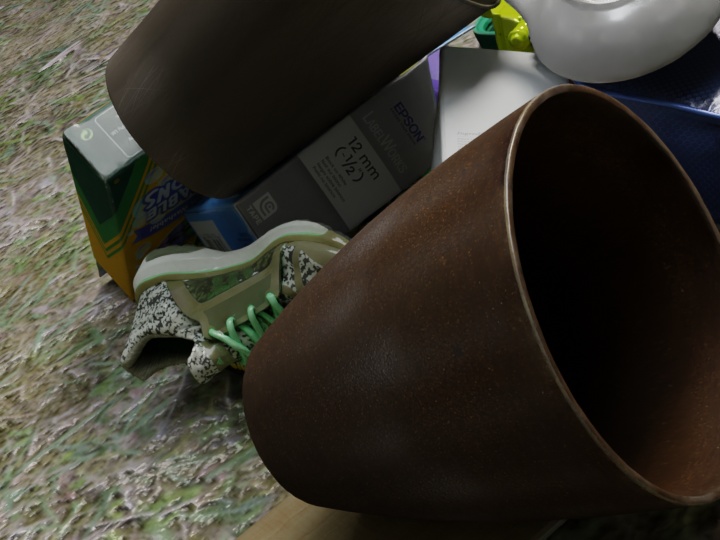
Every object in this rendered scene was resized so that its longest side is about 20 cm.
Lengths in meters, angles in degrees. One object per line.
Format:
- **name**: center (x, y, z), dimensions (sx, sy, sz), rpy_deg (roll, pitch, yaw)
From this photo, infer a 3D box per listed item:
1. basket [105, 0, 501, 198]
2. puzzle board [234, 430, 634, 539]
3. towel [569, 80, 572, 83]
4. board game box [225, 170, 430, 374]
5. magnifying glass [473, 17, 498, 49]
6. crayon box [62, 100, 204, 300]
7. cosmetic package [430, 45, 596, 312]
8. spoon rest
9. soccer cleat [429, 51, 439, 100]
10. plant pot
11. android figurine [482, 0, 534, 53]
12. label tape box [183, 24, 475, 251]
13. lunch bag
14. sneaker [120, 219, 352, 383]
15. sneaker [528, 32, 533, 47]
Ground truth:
- **basket**: center (-0.043, -0.145, 0.945), dimensions (0.200, 0.136, 0.180), rpy_deg (-39, -20, 22)
- **puzzle board**: center (0.018, 0.130, 0.793), dimensions (0.200, 0.017, 0.151), rpy_deg (-38, 30, -19)
- **towel**: center (0.193, -0.116, 1.057), dimensions (0.144, 0.023, 0.200), rpy_deg (-39, 28, -17)
- **board game box**: center (0.000, 0.000, 1.027), dimensions (0.200, 0.024, 0.105), rpy_deg (-42, 29, -27)
- **magnifying glass**: center (0.129, -0.177, 1.197), dimensions (0.079, 0.022, 0.200), rpy_deg (-26, 23, 7)
- **crayon box**: center (-0.130, -0.060, 1.124), dimensions (0.126, 0.200, 0.052), rpy_deg (-37, 70, -19)
- **cosmetic package**: center (0.079, -0.035, 0.900), dimensions (0.081, 0.113, 0.200), rpy_deg (4, 33, 1)
- **spoon rest**: center (0.111, -0.155, 0.858), dimensions (0.099, 0.061, 0.200), rpy_deg (-38, 45, -9)
- **soccer cleat**: center (0.030, -0.176, 1.242), dimensions (0.067, 0.077, 0.200), rpy_deg (-28, 27, -1)
- **plant pot**: center (0.048, 0.040, 0.744), dimensions (0.200, 0.187, 0.187), rpy_deg (-24, 24, 37)
- **android figurine**: center (0.166, -0.196, 1.133), dimensions (0.181, 0.041, 0.200), rpy_deg (3, 31, 30)
- **label tape box**: center (-0.009, -0.075, 1.070), dimensions (0.200, 0.066, 0.143), rpy_deg (-37, 11, -15)
- **lunch bag**: center (0.214, -0.102, 0.889), dimensions (0.136, 0.133, 0.200), rpy_deg (21, 55, 33)
- **sneaker**: center (-0.065, 0.032, 0.949), dimensions (0.200, 0.077, 0.089), rpy_deg (-11, 45, 39)
- **sneaker**: center (0.180, -0.166, 0.976), dimensions (0.077, 0.080, 0.200), rpy_deg (39, 34, 18)
